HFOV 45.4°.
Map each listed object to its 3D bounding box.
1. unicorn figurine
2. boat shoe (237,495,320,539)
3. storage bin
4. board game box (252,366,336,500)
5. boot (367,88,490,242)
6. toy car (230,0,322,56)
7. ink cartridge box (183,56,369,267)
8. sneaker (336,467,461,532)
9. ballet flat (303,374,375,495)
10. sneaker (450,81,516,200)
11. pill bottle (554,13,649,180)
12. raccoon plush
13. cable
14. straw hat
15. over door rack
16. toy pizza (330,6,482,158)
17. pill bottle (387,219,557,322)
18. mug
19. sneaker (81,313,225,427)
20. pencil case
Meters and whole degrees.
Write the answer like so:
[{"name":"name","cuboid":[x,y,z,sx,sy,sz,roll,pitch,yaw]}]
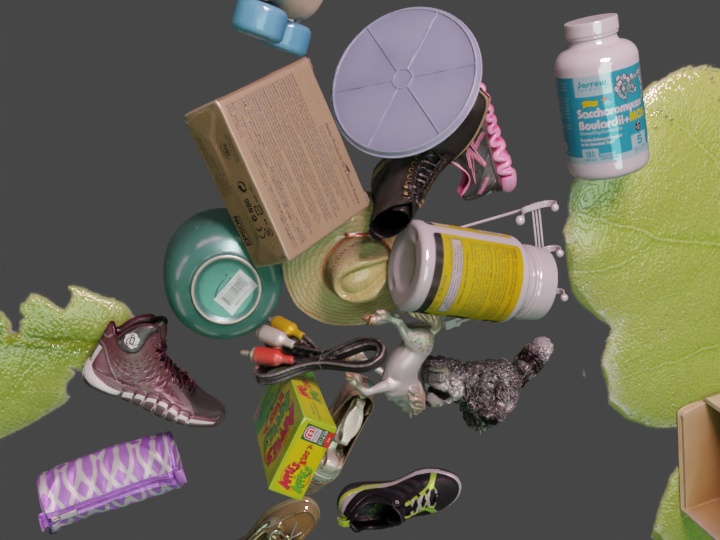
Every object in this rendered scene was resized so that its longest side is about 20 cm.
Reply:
[{"name":"unicorn figurine","cuboid":[0.048,0.128,1.162,0.136,0.074,0.201,21,125,-14]},{"name":"boat shoe","cuboid":[-0.139,0.405,1.241,0.199,0.063,0.074,-38,110,-1]},{"name":"storage bin","cuboid":[0.584,0.322,1.317,0.092,0.200,0.202,-13,109,-10]},{"name":"board game box","cuboid":[-0.090,0.197,1.119,0.047,0.200,0.103,24,100,-18]},{"name":"boot","cuboid":[0.085,-0.128,1.063,0.077,0.139,0.200,33,122,-15]},{"name":"toy car","cuboid":[-0.142,-0.372,0.990,0.197,0.177,0.187,19,99,11]},{"name":"ink cartridge box","cuboid":[-0.096,-0.130,1.039,0.164,0.074,0.202,-37,108,-43]},{"name":"sneaker","cuboid":[0.061,0.349,1.262,0.196,0.083,0.073,-9,108,-11]},{"name":"ballet flat","cuboid":[-0.038,0.242,1.216,0.067,0.067,0.202,23,100,-18]},{"name":"sneaker","cuboid":[0.135,-0.182,1.138,0.094,0.079,0.202,-21,109,6]},{"name":"pill bottle","cuboid":[0.317,-0.230,1.141,0.109,0.111,0.203,-17,109,-8]},{"name":"raccoon plush","cuboid":[0.171,0.133,1.246,0.134,0.097,0.200,48,61,-8]},{"name":"cable","cuboid":[-0.067,0.107,1.105,0.098,0.197,0.051,-59,139,-36]},{"name":"straw hat","cuboid":[0.000,0.000,1.145,0.197,0.085,0.205,-3,106,-12]},{"name":"over door rack","cuboid":[0.194,-0.004,1.201,0.197,0.067,0.150,-13,108,-10]},{"name":"toy pizza","cuboid":[0.056,-0.230,1.064,0.201,0.200,0.032,-48,152,4]},{"name":"pill bottle","cuboid":[0.144,0.005,1.097,0.197,0.114,0.116,8,104,-21]},{"name":"mug","cuboid":[-0.174,-0.007,1.086,0.149,0.114,0.188,-7,108,-11]},{"name":"sneaker","cuboid":[-0.253,0.125,1.129,0.198,0.076,0.117,23,97,-18]},{"name":"pencil case","cuboid":[-0.333,0.281,1.148,0.197,0.086,0.085,-20,108,-8]}]
